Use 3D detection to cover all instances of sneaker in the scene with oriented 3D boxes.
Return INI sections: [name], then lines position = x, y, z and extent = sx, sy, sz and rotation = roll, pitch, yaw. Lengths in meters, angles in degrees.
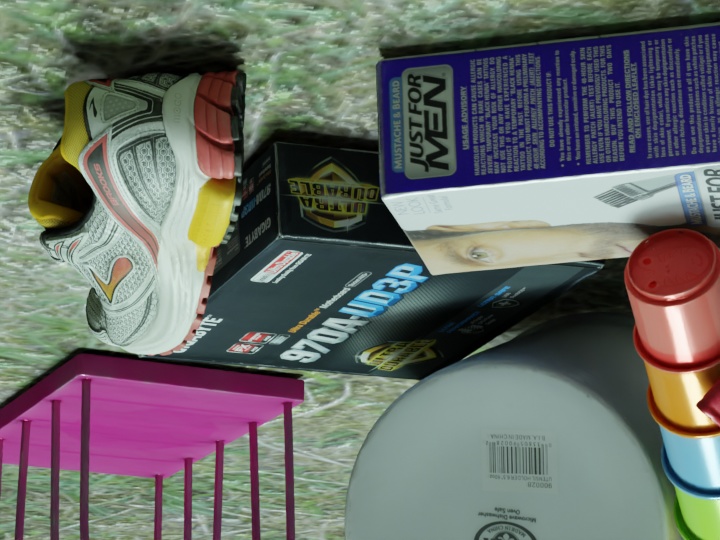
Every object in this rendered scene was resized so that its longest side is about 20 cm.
[sneaker]
position = -0.099, -0.028, 1.054
extent = 0.081, 0.078, 0.200
rotation = 6, 151, -9

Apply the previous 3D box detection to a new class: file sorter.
[file sorter]
position = -0.137, 0.140, 1.454
extent = 0.138, 0.126, 0.200
rotation = 8, 159, -27

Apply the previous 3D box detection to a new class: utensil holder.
[utensil holder]
position = 0.096, 0.113, 1.230
extent = 0.169, 0.171, 0.200
rotation = -8, -178, 20

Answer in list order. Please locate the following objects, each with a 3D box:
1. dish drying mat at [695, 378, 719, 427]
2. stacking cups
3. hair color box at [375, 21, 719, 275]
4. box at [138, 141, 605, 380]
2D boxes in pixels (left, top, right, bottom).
[dish drying mat]
position = 0.226, 0.004, 1.011
extent = 0.200, 0.018, 0.077
rotation = -45, 131, 6
[stacking cups]
position = 0.153, 0.062, 1.059
extent = 0.060, 0.061, 0.201
rotation = -6, 135, 12
[hair color box]
position = 0.113, -0.049, 1.009
extent = 0.198, 0.065, 0.109
rotation = -4, 163, 12
[box]
position = 0.000, 0.000, 1.170
extent = 0.158, 0.046, 0.200
rotation = 6, 161, -22
